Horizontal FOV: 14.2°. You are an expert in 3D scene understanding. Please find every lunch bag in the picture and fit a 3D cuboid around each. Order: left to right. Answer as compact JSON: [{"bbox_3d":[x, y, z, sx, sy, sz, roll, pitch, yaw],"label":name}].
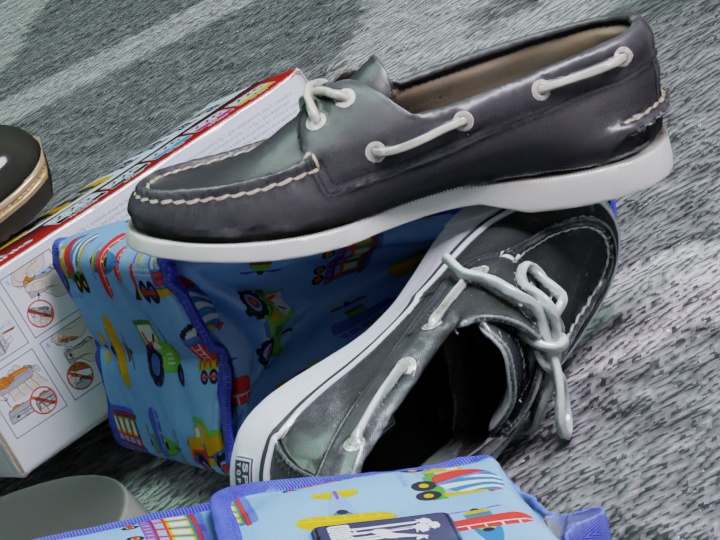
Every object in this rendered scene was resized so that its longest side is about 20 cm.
[{"bbox_3d":[-0.017,0.115,0.848,0.199,0.094,0.151,-18,13,-7],"label":"lunch bag"},{"bbox_3d":[0.000,0.000,1.156,0.199,0.094,0.150,-22,10,-20],"label":"lunch bag"}]

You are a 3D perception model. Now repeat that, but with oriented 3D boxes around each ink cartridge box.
[{"bbox_3d":[-0.112,0.005,1.295,0.200,0.084,0.175,-35,8,-19],"label":"ink cartridge box"}]

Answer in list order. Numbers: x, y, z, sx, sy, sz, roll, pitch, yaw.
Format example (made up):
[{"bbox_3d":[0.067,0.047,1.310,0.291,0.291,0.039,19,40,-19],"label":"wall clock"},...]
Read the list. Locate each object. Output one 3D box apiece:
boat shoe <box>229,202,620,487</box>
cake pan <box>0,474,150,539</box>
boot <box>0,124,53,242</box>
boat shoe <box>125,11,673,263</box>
[{"bbox_3d":[0.041,0.029,1.004,0.068,0.074,0.199,0,25,45],"label":"boat shoe"},{"bbox_3d":[-0.152,0.139,1.066,0.200,0.037,0.200,-27,16,8],"label":"cake pan"},{"bbox_3d":[-0.242,-0.055,1.229,0.199,0.139,0.078,-20,34,-5],"label":"boot"},{"bbox_3d":[0.012,-0.047,1.026,0.199,0.061,0.074,-9,22,-1],"label":"boat shoe"}]
